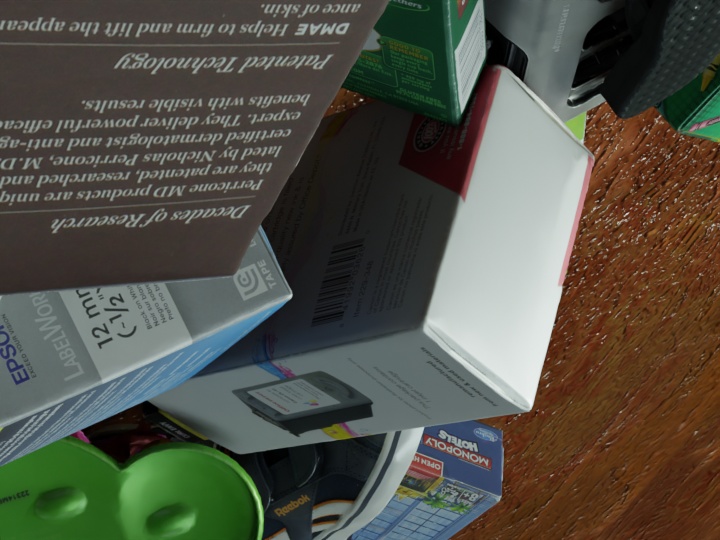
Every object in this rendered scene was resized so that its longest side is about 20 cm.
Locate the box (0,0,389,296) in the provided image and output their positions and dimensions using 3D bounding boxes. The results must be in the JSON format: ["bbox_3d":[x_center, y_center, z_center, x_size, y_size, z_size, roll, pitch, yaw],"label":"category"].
[{"bbox_3d":[-0.103,-0.116,0.624,0.164,0.166,0.200,-6,143,-35],"label":"box"}]

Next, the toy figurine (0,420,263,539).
[{"bbox_3d":[-0.152,0.120,1.027,0.200,0.150,0.184,-18,-165,0],"label":"toy figurine"}]

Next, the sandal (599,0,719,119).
[{"bbox_3d":[0.142,-0.127,0.839,0.075,0.048,0.200,-29,168,-20],"label":"sandal"}]

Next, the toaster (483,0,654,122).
[{"bbox_3d":[0.115,-0.179,0.901,0.200,0.119,0.181,-28,156,-20],"label":"toaster"}]

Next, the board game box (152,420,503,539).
[{"bbox_3d":[-0.042,0.149,1.222,0.200,0.062,0.200,21,130,-13],"label":"board game box"}]

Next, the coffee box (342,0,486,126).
[{"bbox_3d":[-0.010,-0.141,0.792,0.200,0.123,0.044,76,37,-64],"label":"coffee box"}]

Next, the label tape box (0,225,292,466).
[{"bbox_3d":[-0.146,0.040,0.804,0.200,0.066,0.143,-22,173,-30],"label":"label tape box"}]

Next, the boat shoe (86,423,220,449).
[{"bbox_3d":[-0.088,0.120,1.124,0.199,0.075,0.066,1,-166,19],"label":"boat shoe"}]

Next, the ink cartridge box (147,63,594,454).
[{"bbox_3d":[0.000,0.000,0.925,0.200,0.148,0.086,-14,140,44],"label":"ink cartridge box"}]

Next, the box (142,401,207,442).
[{"bbox_3d":[-0.025,0.033,1.044,0.200,0.075,0.050,-19,147,26],"label":"box"}]

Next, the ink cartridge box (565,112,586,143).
[{"bbox_3d":[0.052,-0.038,1.135,0.148,0.076,0.200,-30,154,-15],"label":"ink cartridge box"}]

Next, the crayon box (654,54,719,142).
[{"bbox_3d":[0.209,-0.133,1.119,0.058,0.119,0.200,-47,154,24],"label":"crayon box"}]

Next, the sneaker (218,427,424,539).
[{"bbox_3d":[-0.029,0.098,1.007,0.079,0.079,0.200,18,140,-14],"label":"sneaker"}]
